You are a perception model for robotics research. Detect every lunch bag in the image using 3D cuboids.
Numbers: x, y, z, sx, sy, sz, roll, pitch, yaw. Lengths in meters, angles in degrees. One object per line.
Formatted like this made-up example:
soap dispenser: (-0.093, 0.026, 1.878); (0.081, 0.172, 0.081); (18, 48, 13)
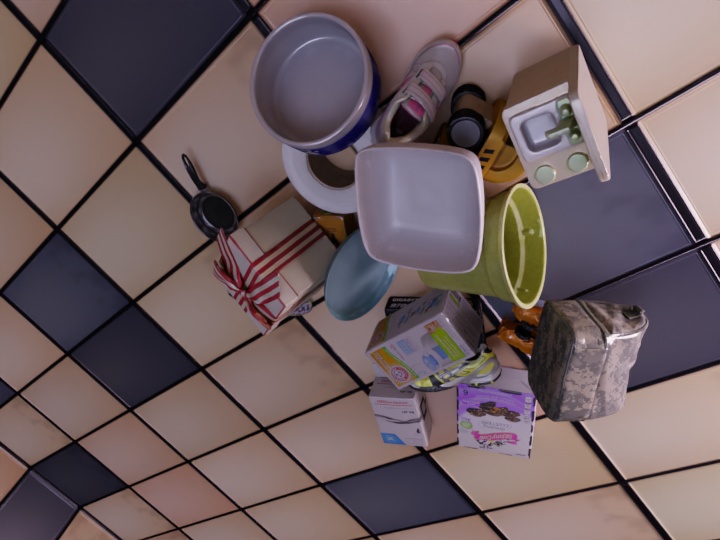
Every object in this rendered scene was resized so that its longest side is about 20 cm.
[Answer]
lunch bag: (0.398, 0.155, 1.042); (0.164, 0.140, 0.204); (-1, 118, -6)

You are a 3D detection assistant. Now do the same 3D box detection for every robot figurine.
robot figurine: (0.373, 0.125, 1.151); (0.197, 0.059, 0.147); (24, 130, 4)

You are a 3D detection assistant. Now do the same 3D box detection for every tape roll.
tape roll: (-0.037, -0.206, 1.057); (0.198, 0.071, 0.205); (11, 129, 14)

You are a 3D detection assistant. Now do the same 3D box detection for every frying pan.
frying pan: (-0.326, -0.142, 1.242); (0.114, 0.031, 0.191); (-28, 108, 35)

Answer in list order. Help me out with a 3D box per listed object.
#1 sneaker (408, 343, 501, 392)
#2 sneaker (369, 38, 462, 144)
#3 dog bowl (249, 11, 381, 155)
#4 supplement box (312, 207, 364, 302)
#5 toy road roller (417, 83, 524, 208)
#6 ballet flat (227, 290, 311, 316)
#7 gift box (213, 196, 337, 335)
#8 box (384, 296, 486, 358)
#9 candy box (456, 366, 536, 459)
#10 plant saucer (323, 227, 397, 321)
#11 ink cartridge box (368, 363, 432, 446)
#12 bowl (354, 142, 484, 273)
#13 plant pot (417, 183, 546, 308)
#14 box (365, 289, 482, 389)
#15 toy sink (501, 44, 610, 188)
sneaker: (0.181, 0.191, 1.213); (0.196, 0.076, 0.078); (-14, 114, 16)
sneaker: (0.092, -0.262, 0.923); (0.080, 0.088, 0.202); (30, 102, -13)
dog bowl: (-0.069, -0.287, 0.938); (0.196, 0.079, 0.205); (-1, 88, 19)
supplement box: (-0.034, -0.034, 1.188); (0.065, 0.069, 0.203); (0, 127, 20)
toy road roller: (0.183, -0.178, 0.959); (0.144, 0.124, 0.202); (24, 130, -6)
ballet flat: (-0.207, 0.068, 1.329); (0.197, 0.072, 0.073); (19, 130, 6)
gift box: (-0.164, -0.013, 1.124); (0.185, 0.186, 0.201); (47, 148, 8)
box: (0.159, 0.132, 1.247); (0.196, 0.046, 0.161); (-1, 124, 21)
candy box: (0.295, 0.305, 1.305); (0.164, 0.072, 0.203); (5, 126, 17)
plant saucer: (0.000, 0.000, 1.133); (0.027, 0.199, 0.203); (30, 137, 36)
ink cartridge box: (0.090, 0.314, 1.395); (0.114, 0.067, 0.203); (-2, 124, 23)
bowl: (0.096, -0.102, 0.910); (0.196, 0.075, 0.203); (9, 124, 24)
plant pot: (0.198, -0.036, 1.029); (0.181, 0.201, 0.203); (-3, 125, 36)
box: (0.122, 0.129, 1.163); (0.199, 0.102, 0.113); (-31, 108, 35)
toy sink: (0.276, -0.207, 0.849); (0.110, 0.201, 0.131); (-18, 119, 31)
